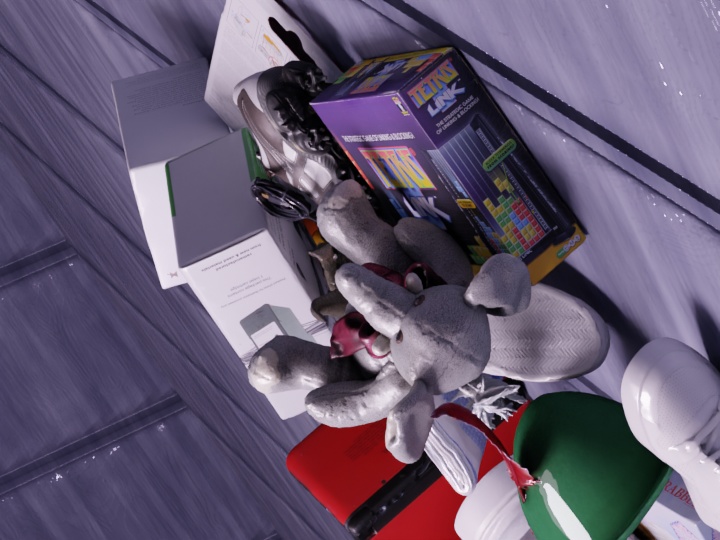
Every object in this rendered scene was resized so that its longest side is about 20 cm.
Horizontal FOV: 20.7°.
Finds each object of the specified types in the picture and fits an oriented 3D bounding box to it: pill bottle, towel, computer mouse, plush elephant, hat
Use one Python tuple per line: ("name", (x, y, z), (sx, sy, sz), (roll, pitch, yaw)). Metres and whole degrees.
("pill bottle", (0.174, 0.245, 1.582), (0.200, 0.114, 0.114), (45, 166, 26))
("towel", (0.068, 0.078, 1.621), (0.147, 0.024, 0.200), (55, -154, -16))
("computer mouse", (-0.011, -0.035, 1.501), (0.200, 0.034, 0.059), (29, 161, 37))
("plush elephant", (0.031, 0.039, 1.341), (0.199, 0.165, 0.155), (31, 169, 3))
("hat", (0.115, 0.108, 1.387), (0.176, 0.166, 0.200), (36, 154, -9))

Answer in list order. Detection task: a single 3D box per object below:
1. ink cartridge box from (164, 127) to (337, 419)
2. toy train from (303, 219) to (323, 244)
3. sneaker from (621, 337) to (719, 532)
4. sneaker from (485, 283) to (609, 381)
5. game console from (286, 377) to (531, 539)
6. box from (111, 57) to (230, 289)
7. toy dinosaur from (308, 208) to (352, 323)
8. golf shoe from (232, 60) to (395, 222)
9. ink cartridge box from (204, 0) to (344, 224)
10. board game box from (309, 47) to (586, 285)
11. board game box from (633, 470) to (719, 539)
("ink cartridge box", (-0.081, 0.004, 1.668), (0.146, 0.084, 0.200), (-105, -12, -49))
("toy train", (-0.040, -0.030, 1.842), (0.116, 0.085, 0.200), (37, 164, -17))
("sneaker", (0.252, 0.126, 1.286), (0.115, 0.074, 0.200), (32, 166, 49))
("sneaker", (0.123, 0.045, 1.485), (0.199, 0.074, 0.115), (5, 180, 40))
("game console", (0.066, 0.180, 1.762), (0.172, 0.200, 0.119), (39, 163, 42))
("box", (-0.161, -0.093, 1.807), (0.200, 0.097, 0.125), (-111, 7, -59))
("toy dinosaur", (0.000, 0.000, 1.633), (0.103, 0.077, 0.200), (59, -170, -23))
("golf shoe", (-0.025, -0.087, 1.551), (0.094, 0.078, 0.200), (8, 141, 50))
("ink cartridge box", (-0.054, -0.153, 1.638), (0.162, 0.050, 0.200), (48, 150, 15))
("board game box", (0.058, -0.073, 1.406), (0.166, 0.057, 0.200), (52, 167, -13))
("board game box", (0.265, 0.226, 1.567), (0.200, 0.041, 0.200), (57, 166, -25))
